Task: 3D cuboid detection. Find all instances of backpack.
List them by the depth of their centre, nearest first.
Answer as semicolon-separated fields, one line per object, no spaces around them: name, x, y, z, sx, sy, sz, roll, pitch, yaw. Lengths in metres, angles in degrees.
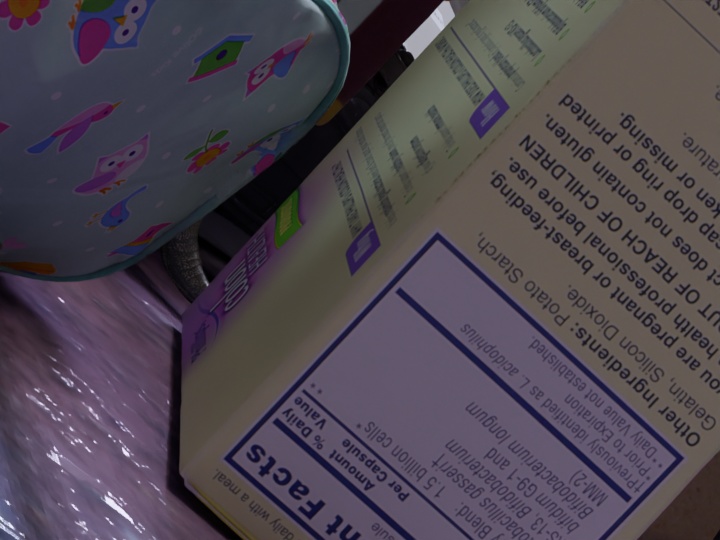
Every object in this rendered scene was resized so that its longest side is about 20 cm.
backpack;-0.088;-0.078;0.679;0.127;0.167;0.200;66;11;18

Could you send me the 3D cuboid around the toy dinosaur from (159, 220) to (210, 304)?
toy dinosaur;-0.085;-0.069;0.867;0.200;0.077;0.102;37;22;-8

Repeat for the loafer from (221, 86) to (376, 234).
loafer;0.000;0.000;0.977;0.201;0.070;0.068;54;0;-44

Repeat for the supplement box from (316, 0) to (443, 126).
supplement box;-0.055;-0.149;0.893;0.131;0.103;0.200;44;-2;-36

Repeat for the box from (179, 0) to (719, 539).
box;0.052;-0.009;0.766;0.097;0.200;0.176;42;6;-11

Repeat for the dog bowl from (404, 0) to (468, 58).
dog bowl;0.016;-0.073;1.229;0.200;0.059;0.201;-16;90;-77

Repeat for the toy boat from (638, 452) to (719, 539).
toy boat;0.113;0.046;0.929;0.199;0.131;0.131;14;-3;11

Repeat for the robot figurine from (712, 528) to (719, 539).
robot figurine;0.165;0.151;0.778;0.200;0.150;0.125;46;-17;31

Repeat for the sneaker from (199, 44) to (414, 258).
sneaker;-0.041;-0.063;0.992;0.071;0.099;0.200;49;10;33
